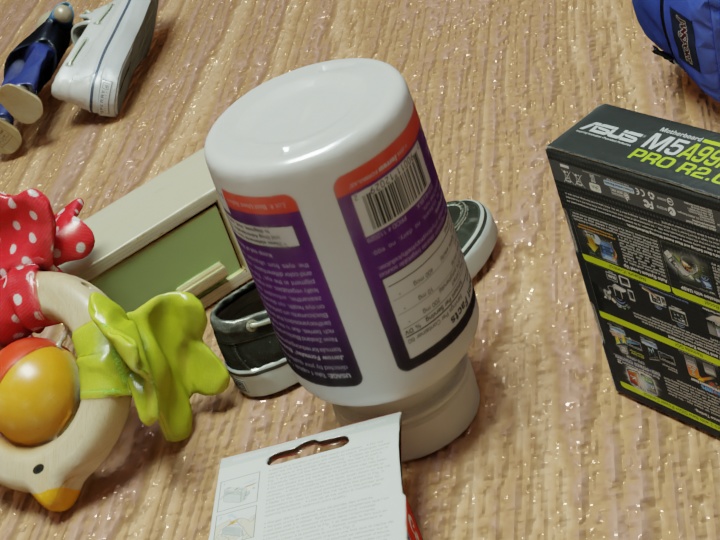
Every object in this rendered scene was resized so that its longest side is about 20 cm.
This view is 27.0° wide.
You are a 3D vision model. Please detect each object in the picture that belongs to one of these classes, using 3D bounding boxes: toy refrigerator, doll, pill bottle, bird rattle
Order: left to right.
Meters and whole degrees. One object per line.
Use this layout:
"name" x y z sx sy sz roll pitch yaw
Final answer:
"doll" -0.305 -0.186 1.389 0.137 0.048 0.201 -46 21 30
"bird rattle" -0.189 0.047 0.891 0.199 0.113 0.164 31 94 20
"toy refrigerator" -0.116 -0.022 1.026 0.199 0.077 0.070 -33 33 -20
"pill bottle" 0.000 0.000 0.800 0.110 0.202 0.112 -15 31 9

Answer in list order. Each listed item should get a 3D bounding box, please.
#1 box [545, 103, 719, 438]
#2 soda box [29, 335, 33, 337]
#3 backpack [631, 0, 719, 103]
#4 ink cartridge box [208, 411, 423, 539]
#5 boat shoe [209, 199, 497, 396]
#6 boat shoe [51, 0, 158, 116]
"box" 0.185 0.017 0.703 0.044 0.161 0.199 -36 34 -22
"soda box" -0.322 0.036 1.064 0.198 0.071 0.063 9 42 39
"backpack" 0.276 -0.185 0.966 0.167 0.163 0.201 -32 45 -2
"ink cartridge box" -0.021 0.158 0.717 0.108 0.051 0.201 -15 31 10
"boat shoe" -0.001 0.002 0.930 0.199 0.064 0.071 -32 33 -18
"boat shoe" -0.233 -0.217 1.379 0.066 0.074 0.201 12 36 -2
